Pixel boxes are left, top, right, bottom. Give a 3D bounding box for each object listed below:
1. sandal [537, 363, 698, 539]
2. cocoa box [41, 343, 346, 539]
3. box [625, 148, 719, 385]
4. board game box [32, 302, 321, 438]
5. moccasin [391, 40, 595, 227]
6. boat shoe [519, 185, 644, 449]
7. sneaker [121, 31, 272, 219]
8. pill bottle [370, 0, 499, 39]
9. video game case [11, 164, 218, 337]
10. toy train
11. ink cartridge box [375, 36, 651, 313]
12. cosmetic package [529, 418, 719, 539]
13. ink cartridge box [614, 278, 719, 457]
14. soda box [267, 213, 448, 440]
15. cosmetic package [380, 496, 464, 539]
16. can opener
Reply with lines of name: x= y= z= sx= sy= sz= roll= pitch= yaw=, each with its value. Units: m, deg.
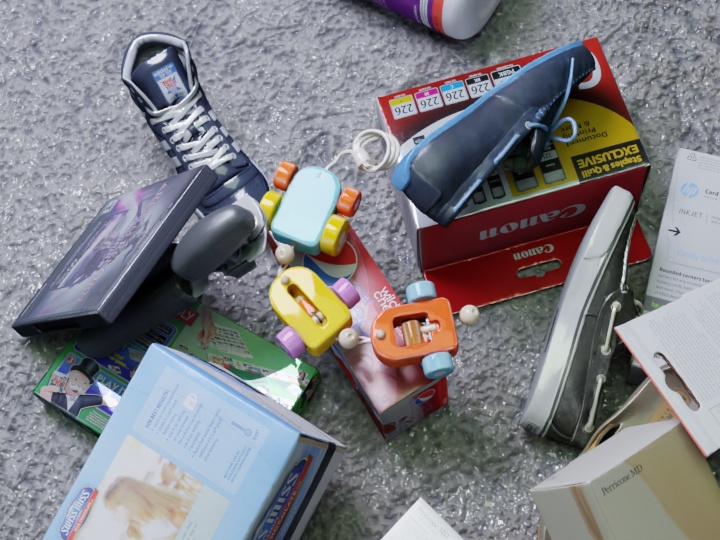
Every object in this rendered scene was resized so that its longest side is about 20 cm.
sandal: x=0.195 y=0.151 z=0.858 sx=0.080 sy=0.054 sz=0.201 roll=35 pitch=89 yaw=19
cocoa box: x=-0.122 y=0.175 z=0.826 sx=0.132 sy=0.131 sz=0.202 roll=28 pitch=86 yaw=18
box: x=0.309 y=0.011 z=0.937 sx=0.153 sy=0.041 sz=0.203 roll=14 pitch=68 yaw=11
board game box: x=-0.148 y=0.094 z=0.951 sx=0.198 sy=0.029 sz=0.135 roll=27 pitch=70 yaw=17
moccasin: x=0.111 y=-0.101 z=0.897 sx=0.199 sy=0.081 sz=0.069 roll=-38 pitch=86 yaw=-18
boat shoe: x=0.184 y=0.037 z=0.910 sx=0.063 sy=0.071 sz=0.203 roll=19 pitch=90 yaw=5
sneaker: x=-0.142 y=-0.119 z=1.008 sx=0.070 sy=0.109 sz=0.201 roll=-32 pitch=65 yaw=-9
pill bottle: x=0.035 y=-0.299 z=1.074 sx=0.198 sy=0.113 sz=0.113 roll=27 pitch=70 yaw=17
video game case: x=-0.200 y=-0.012 z=0.930 sx=0.019 sy=0.199 sz=0.144 roll=43 pitch=64 yaw=-22
toy train: x=0.000 y=0.000 z=0.890 sx=0.148 sy=0.056 sz=0.203 roll=-15 pitch=68 yaw=-2
ink cartridge box: x=0.130 y=-0.078 z=0.974 sx=0.197 sy=0.084 sz=0.178 roll=-16 pitch=64 yaw=-2
cosmetic package: x=0.206 y=0.212 z=0.778 sx=0.104 sy=0.071 sz=0.202 roll=-25 pitch=89 yaw=-29
ink cartridge box: x=0.270 y=0.063 z=0.828 sx=0.198 sy=0.051 sz=0.110 roll=-19 pitch=63 yaw=-29
soda box: x=-0.005 y=0.031 z=0.943 sx=0.063 sy=0.070 sz=0.201 roll=-29 pitch=65 yaw=-8
cosmetic package: x=0.087 y=0.264 z=0.832 sx=0.082 sy=0.051 sz=0.200 roll=-43 pitch=68 yaw=-12
can opener: x=-0.155 y=0.002 z=0.899 sx=0.198 sy=0.067 sz=0.054 roll=-30 pitch=62 yaw=23
